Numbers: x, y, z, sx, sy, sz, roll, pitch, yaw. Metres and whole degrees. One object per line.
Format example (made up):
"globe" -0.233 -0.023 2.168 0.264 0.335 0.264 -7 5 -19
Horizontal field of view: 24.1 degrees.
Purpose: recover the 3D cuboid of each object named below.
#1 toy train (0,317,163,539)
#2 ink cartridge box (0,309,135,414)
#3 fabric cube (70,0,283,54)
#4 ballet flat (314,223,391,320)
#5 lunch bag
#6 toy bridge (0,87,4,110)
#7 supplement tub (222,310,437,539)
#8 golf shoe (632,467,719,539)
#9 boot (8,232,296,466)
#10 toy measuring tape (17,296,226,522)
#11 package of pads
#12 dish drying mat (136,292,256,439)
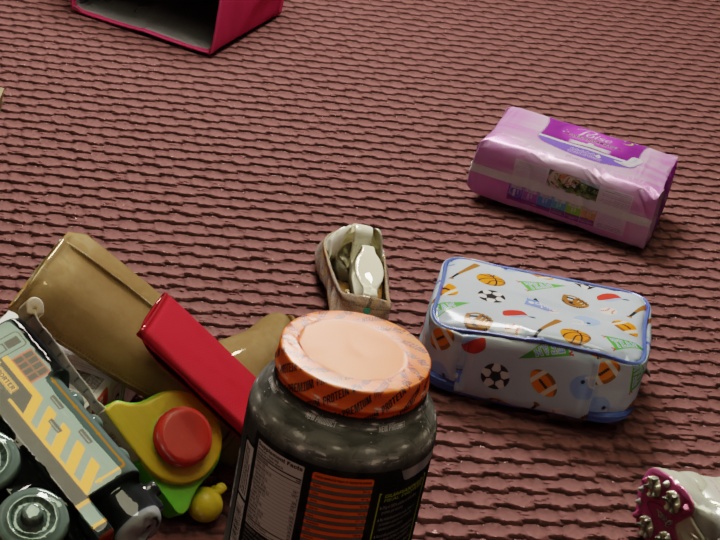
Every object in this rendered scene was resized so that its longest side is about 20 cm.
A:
"toy train" -0.218 0.122 1.101 0.114 0.085 0.200 -32 65 -30
"ink cartridge box" -0.236 0.086 1.247 0.109 0.051 0.200 17 29 8
"fabric cube" -0.204 -0.398 2.003 0.199 0.197 0.199 19 29 15
"ballet flat" 0.000 0.000 1.480 0.068 0.067 0.200 6 28 -12
"lunch bag" 0.153 0.056 1.432 0.199 0.076 0.160 13 25 5
"toy bridge" -0.459 -0.190 1.697 0.199 0.027 0.067 9 25 -6
"supplement tub" -0.020 0.135 1.078 0.122 0.201 0.123 10 27 -5
"golf shoe" 0.283 0.205 1.207 0.091 0.076 0.200 -1 31 -30
"boot" -0.145 0.035 1.269 0.200 0.066 0.175 38 29 -9
"toy measuring tape" -0.155 0.089 1.175 0.200 0.073 0.074 54 32 -5
"package of pads" 0.220 -0.100 1.743 0.199 0.076 0.121 18 30 12
"dish drying mat" -0.079 0.100 1.200 0.200 0.018 0.077 44 20 -9
